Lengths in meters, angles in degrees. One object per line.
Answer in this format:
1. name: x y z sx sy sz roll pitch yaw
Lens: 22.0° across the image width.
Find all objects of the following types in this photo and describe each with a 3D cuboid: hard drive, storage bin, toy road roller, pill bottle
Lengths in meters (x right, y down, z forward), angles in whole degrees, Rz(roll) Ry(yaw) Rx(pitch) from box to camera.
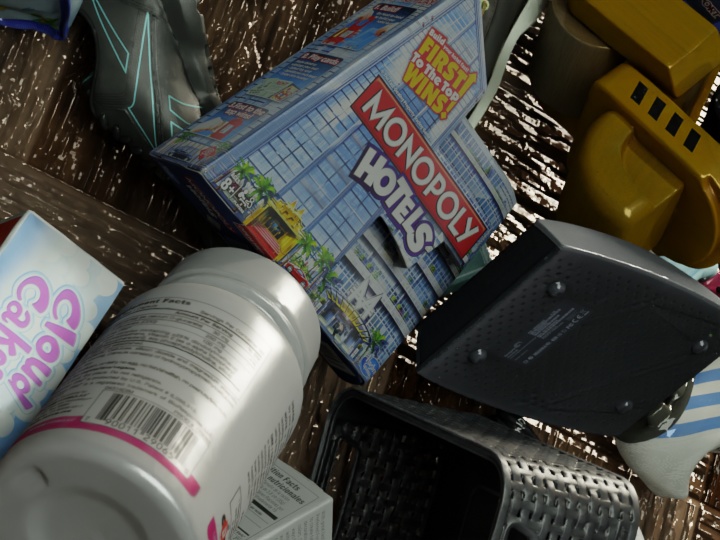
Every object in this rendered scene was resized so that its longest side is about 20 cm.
1. hard drive: 0.134 0.036 1.122 0.200 0.135 0.042 20 37 -44
2. storage bin: 0.052 0.154 1.042 0.094 0.200 0.135 15 92 -30
3. toy road roller: 0.166 -0.084 1.169 0.146 0.123 0.200 -36 69 -25
4. pill bottle: -0.096 0.077 0.943 0.113 0.113 0.200 53 33 -14

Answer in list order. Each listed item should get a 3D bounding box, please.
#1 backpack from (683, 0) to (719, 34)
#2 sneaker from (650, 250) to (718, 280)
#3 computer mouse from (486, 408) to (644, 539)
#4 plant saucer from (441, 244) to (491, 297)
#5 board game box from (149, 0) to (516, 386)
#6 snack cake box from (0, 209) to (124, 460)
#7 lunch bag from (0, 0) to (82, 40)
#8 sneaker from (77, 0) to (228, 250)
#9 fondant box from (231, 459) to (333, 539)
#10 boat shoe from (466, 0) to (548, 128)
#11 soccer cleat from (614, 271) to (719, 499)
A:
1. backpack: 0.268 -0.232 1.248 0.163 0.200 0.168 42 63 -20
2. sneaker: 0.171 0.021 1.224 0.200 0.074 0.082 -33 104 -26
3. computer mouse: 0.135 0.145 1.119 0.044 0.200 0.110 -42 107 4
4. plant saucer: 0.000 0.000 1.154 0.200 0.019 0.070 -20 93 -33
5. board game box: 0.015 -0.065 1.061 0.200 0.062 0.200 -49 125 -14
6. snack cake box: -0.218 0.072 0.950 0.067 0.115 0.200 39 65 -20
7. lunch bag: -0.187 -0.235 0.961 0.127 0.200 0.170 10 77 -9
8. sneaker: -0.115 -0.089 1.077 0.079 0.075 0.200 -18 94 -10
9. fondant box: -0.106 0.204 0.985 0.200 0.058 0.144 -25 132 -35
10. boat shoe: 0.060 -0.137 1.184 0.061 0.072 0.201 36 61 -14
11. soccer cleat: 0.242 0.071 1.271 0.200 0.070 0.086 -46 122 -26
